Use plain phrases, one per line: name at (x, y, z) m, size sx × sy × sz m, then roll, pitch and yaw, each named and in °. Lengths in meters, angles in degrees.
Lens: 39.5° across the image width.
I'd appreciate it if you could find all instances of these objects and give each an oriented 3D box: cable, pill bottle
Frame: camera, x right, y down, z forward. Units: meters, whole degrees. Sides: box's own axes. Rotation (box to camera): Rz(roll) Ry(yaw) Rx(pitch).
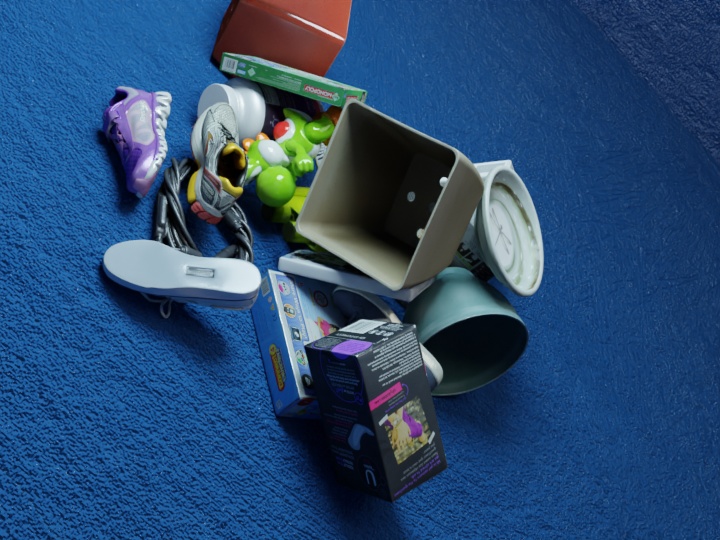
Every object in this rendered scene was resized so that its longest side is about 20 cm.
cable at (-0.215, -0.075, 1.407) m, size 0.162 × 0.051 × 0.202 m, roll 26°, pitch 41°, yaw -33°
pill bottle at (-0.155, -0.238, 1.572) m, size 0.199 × 0.112 × 0.114 m, roll 0°, pitch 58°, yaw -49°

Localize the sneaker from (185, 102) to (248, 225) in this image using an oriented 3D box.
sneaker at (-0.187, -0.159, 1.403) m, size 0.077 × 0.082 × 0.202 m, roll 28°, pitch 43°, yaw -37°

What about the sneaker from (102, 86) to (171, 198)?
sneaker at (-0.314, -0.183, 1.375) m, size 0.088 × 0.081 × 0.202 m, roll 21°, pitch 39°, yaw -27°

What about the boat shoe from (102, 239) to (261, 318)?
boat shoe at (-0.230, 0.019, 1.289) m, size 0.199 × 0.087 × 0.075 m, roll 7°, pitch 53°, yaw -9°

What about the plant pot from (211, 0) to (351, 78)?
plant pot at (-0.138, -0.403, 1.684) m, size 0.174 × 0.200 × 0.201 m, roll 24°, pitch 41°, yaw -18°

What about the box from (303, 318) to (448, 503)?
box at (0.020, 0.177, 1.301) m, size 0.105 × 0.121 × 0.203 m, roll -22°, pitch 106°, yaw -35°

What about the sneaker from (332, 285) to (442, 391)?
sneaker at (0.022, 0.107, 1.407) m, size 0.200 × 0.075 × 0.084 m, roll 43°, pitch 61°, yaw 8°

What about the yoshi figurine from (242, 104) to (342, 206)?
yoshi figurine at (-0.098, -0.163, 1.508) m, size 0.199 × 0.113 × 0.112 m, roll -35°, pitch 51°, yaw -27°

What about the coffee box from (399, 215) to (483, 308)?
coffee box at (0.135, -0.036, 1.646) m, size 0.080 × 0.199 × 0.115 m, roll 44°, pitch 34°, yaw -14°

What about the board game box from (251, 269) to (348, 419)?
board game box at (-0.051, 0.111, 1.424) m, size 0.194 × 0.056 × 0.202 m, roll 14°, pitch 49°, yaw -43°

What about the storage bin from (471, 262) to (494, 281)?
storage bin at (0.182, -0.078, 1.837) m, size 0.200 × 0.093 × 0.135 m, roll 47°, pitch 34°, yaw -8°

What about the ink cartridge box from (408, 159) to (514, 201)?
ink cartridge box at (0.183, -0.095, 1.707) m, size 0.178 × 0.197 × 0.045 m, roll 65°, pitch 36°, yaw -34°

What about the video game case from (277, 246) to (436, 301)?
video game case at (0.000, 0.000, 1.468) m, size 0.197 × 0.022 × 0.182 m, roll 14°, pitch 11°, yaw 13°

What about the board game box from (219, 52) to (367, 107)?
board game box at (-0.100, -0.291, 1.537) m, size 0.197 × 0.030 × 0.134 m, roll 19°, pitch 12°, yaw 12°

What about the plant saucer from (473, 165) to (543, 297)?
plant saucer at (0.217, -0.056, 1.525) m, size 0.199 × 0.050 × 0.203 m, roll 29°, pitch 54°, yaw -51°

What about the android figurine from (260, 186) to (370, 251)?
android figurine at (-0.053, -0.075, 1.553) m, size 0.198 × 0.042 × 0.182 m, roll -1°, pitch 32°, yaw -42°

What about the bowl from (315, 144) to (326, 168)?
bowl at (0.025, -0.188, 1.752) m, size 0.200 × 0.094 × 0.203 m, roll 31°, pitch 38°, yaw -28°

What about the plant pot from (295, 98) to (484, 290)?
plant pot at (0.061, -0.099, 1.421) m, size 0.199 × 0.202 × 0.176 m, roll 30°, pitch 12°, yaw 30°

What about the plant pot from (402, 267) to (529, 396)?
plant pot at (0.146, 0.082, 1.569) m, size 0.199 × 0.200 × 0.135 m, roll 19°, pitch 37°, yaw -38°
